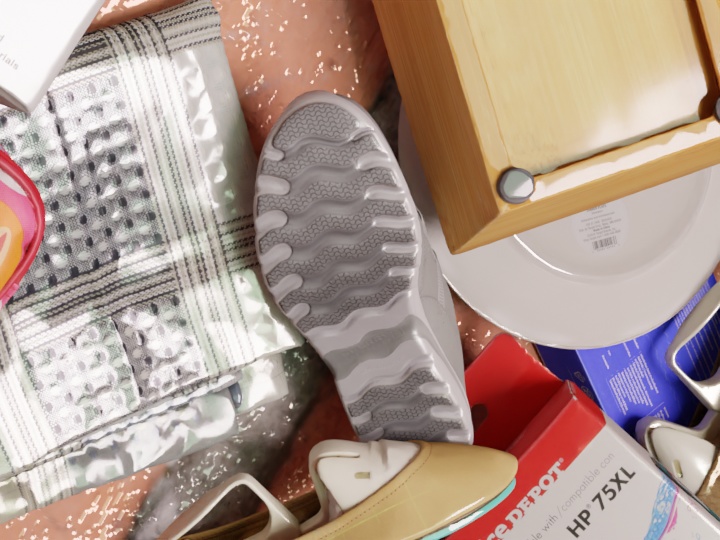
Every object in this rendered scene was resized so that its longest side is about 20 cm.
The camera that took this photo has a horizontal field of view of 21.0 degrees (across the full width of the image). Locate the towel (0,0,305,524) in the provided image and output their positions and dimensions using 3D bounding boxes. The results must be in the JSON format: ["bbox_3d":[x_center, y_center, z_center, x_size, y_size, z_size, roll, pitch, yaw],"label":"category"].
[{"bbox_3d":[-0.123,0.002,0.852,0.192,0.034,0.201,-22,113,-26],"label":"towel"}]

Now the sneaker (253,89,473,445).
[{"bbox_3d":[0.000,0.000,0.904,0.074,0.082,0.201,-11,123,9],"label":"sneaker"}]

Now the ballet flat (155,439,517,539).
[{"bbox_3d":[-0.026,0.114,0.888,0.199,0.069,0.063,-27,101,3],"label":"ballet flat"}]

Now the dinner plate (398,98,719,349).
[{"bbox_3d":[0.112,-0.061,0.963,0.199,0.024,0.202,0,91,-23],"label":"dinner plate"}]

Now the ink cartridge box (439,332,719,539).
[{"bbox_3d":[0.107,0.137,0.939,0.200,0.067,0.116,42,95,0],"label":"ink cartridge box"}]

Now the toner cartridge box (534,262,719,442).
[{"bbox_3d":[0.170,0.084,1.047,0.095,0.043,0.201,-37,118,-21],"label":"toner cartridge box"}]

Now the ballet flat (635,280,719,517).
[{"bbox_3d":[0.184,0.067,0.993,0.072,0.068,0.201,21,92,-13],"label":"ballet flat"}]

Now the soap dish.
[{"bbox_3d":[0.088,-0.125,0.886,0.156,0.081,0.201,-18,97,-9],"label":"soap dish"}]

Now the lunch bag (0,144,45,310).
[{"bbox_3d":[-0.238,-0.001,0.744,0.176,0.082,0.201,37,88,-21],"label":"lunch bag"}]

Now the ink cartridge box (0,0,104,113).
[{"bbox_3d":[-0.128,-0.173,0.743,0.084,0.144,0.201,37,81,-32],"label":"ink cartridge box"}]
